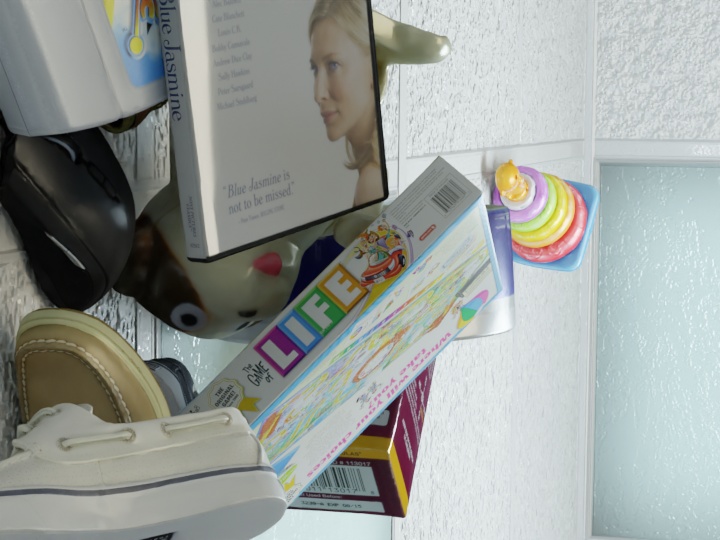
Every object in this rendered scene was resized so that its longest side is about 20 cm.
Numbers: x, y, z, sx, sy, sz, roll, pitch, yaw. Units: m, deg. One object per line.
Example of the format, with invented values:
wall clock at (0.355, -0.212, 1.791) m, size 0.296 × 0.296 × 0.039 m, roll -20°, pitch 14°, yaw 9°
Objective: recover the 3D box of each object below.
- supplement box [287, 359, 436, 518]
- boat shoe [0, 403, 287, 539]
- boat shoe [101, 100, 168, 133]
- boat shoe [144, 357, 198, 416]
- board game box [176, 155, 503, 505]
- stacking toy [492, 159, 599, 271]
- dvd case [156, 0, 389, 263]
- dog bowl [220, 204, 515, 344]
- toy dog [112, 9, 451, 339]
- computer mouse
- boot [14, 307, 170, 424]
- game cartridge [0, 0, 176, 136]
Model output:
supplement box at (-0.007, 0.071, 1.321) m, size 0.086 × 0.109 × 0.201 m, roll 76°, pitch 21°, yaw -48°
boat shoe at (-0.129, 0.096, 0.814) m, size 0.071 × 0.198 × 0.070 m, roll -57°, pitch -130°, yaw 46°
boat shoe at (-0.129, -0.159, 0.893) m, size 0.068 × 0.071 × 0.201 m, roll -65°, pitch 149°, yaw -42°
boat shoe at (-0.111, 0.150, 1.023) m, size 0.068 × 0.071 × 0.203 m, roll -16°, pitch 100°, yaw -73°
board game box at (-0.006, 0.044, 0.994) m, size 0.200 × 0.034 × 0.135 m, roll -45°, pitch 157°, yaw -10°
stacking toy at (0.200, -0.083, 2.172) m, size 0.200 × 0.109 × 0.117 m, roll 34°, pitch 70°, yaw -60°
dvd case at (-0.042, -0.118, 0.881) m, size 0.142 × 0.017 × 0.202 m, roll -21°, pitch 110°, yaw -47°
dog bowl at (0.000, 0.000, 1.164) m, size 0.200 × 0.198 × 0.080 m, roll -14°, pitch 102°, yaw -75°
toy dog at (-0.070, -0.062, 1.011) m, size 0.139 × 0.192 × 0.202 m, roll 22°, pitch 84°, yaw -53°
computer mouse at (-0.151, -0.029, 0.873) m, size 0.201 × 0.045 × 0.141 m, roll 76°, pitch 20°, yaw -47°
boot at (-0.145, 0.136, 0.878) m, size 0.155 × 0.071 × 0.202 m, roll -66°, pitch 154°, yaw -49°
game cartridge at (-0.103, -0.151, 0.843) m, size 0.200 × 0.040 × 0.135 m, roll -43°, pitch 130°, yaw -40°
